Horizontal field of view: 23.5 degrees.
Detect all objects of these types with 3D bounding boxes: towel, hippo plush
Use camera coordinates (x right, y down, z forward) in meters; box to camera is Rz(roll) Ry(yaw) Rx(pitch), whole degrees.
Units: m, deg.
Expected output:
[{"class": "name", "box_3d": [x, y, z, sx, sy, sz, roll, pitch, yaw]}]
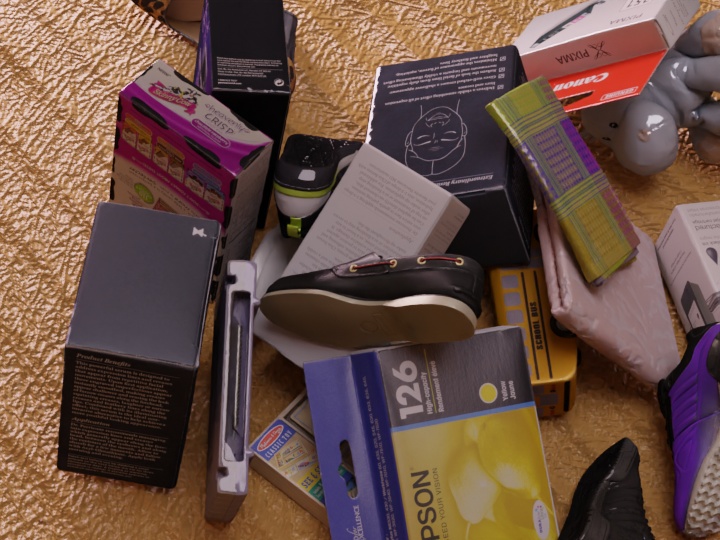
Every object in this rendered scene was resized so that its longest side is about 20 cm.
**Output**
[{"class": "towel", "box_3d": [0.193, -0.082, 1.616, 0.200, 0.023, 0.144, 59, 29, -1]}, {"class": "towel", "box_3d": [0.232, 0.008, 1.651, 0.200, 0.032, 0.192, 33, 39, -39]}, {"class": "hippo plush", "box_3d": [0.313, -0.189, 1.802, 0.160, 0.160, 0.200, -22, 62, -26]}]

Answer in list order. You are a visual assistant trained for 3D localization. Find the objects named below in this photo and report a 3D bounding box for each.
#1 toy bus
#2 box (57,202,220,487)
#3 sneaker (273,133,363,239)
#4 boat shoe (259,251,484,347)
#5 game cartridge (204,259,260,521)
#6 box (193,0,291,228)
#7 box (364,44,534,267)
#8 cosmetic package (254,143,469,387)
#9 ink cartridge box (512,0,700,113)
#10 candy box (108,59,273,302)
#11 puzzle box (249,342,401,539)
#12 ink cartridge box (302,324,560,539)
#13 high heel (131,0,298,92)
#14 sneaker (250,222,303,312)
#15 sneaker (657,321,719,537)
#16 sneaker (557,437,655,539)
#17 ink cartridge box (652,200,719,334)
[{"class": "toy bus", "box_3d": [0.166, 0.039, 1.655, 0.078, 0.065, 0.201, -7, 55, 1]}, {"class": "box", "box_3d": [-0.189, 0.067, 1.469, 0.107, 0.200, 0.149, 10, 52, -5]}, {"class": "sneaker", "box_3d": [-0.047, -0.076, 1.628, 0.071, 0.083, 0.200, 9, 16, 12]}, {"class": "boat shoe", "box_3d": [0.010, 0.022, 1.479, 0.201, 0.074, 0.063, -2, 52, 24]}, {"class": "game cartridge", "box_3d": [-0.109, 0.105, 1.483, 0.038, 0.130, 0.201, 3, 72, -5]}, {"class": "box", "box_3d": [-0.119, -0.156, 1.656, 0.079, 0.200, 0.142, 4, 53, -9]}, {"class": "box", "box_3d": [0.088, -0.106, 1.684, 0.148, 0.107, 0.200, -7, 47, 18]}, {"class": "cosmetic package", "box_3d": [0.000, 0.000, 1.556, 0.101, 0.071, 0.200, 33, 91, 20]}, {"class": "ink cartridge box", "box_3d": [0.231, -0.225, 1.795, 0.044, 0.200, 0.174, 59, 45, -22]}, {"class": "candy box", "box_3d": [-0.159, -0.079, 1.590, 0.136, 0.200, 0.061, 36, 55, 13]}, {"class": "puzzle box", "box_3d": [0.007, 0.142, 1.575, 0.133, 0.025, 0.200, 35, 55, 14]}, {"class": "ink cartridge box", "box_3d": [0.064, 0.159, 1.505, 0.199, 0.047, 0.198, -9, 88, -24]}, {"class": "high heel", "box_3d": [-0.159, -0.239, 1.786, 0.199, 0.072, 0.143, 15, 46, -13]}, {"class": "sneaker", "box_3d": [-0.055, 0.000, 1.639, 0.088, 0.075, 0.200, 30, 51, 4]}, {"class": "sneaker", "box_3d": [0.314, 0.143, 1.600, 0.069, 0.099, 0.201, 17, 87, -37]}, {"class": "sneaker", "box_3d": [0.233, 0.242, 1.531, 0.104, 0.060, 0.200, 43, 38, -5]}, {"class": "ink cartridge box", "box_3d": [0.395, 0.031, 1.704, 0.145, 0.084, 0.201, -6, 56, -17]}]
